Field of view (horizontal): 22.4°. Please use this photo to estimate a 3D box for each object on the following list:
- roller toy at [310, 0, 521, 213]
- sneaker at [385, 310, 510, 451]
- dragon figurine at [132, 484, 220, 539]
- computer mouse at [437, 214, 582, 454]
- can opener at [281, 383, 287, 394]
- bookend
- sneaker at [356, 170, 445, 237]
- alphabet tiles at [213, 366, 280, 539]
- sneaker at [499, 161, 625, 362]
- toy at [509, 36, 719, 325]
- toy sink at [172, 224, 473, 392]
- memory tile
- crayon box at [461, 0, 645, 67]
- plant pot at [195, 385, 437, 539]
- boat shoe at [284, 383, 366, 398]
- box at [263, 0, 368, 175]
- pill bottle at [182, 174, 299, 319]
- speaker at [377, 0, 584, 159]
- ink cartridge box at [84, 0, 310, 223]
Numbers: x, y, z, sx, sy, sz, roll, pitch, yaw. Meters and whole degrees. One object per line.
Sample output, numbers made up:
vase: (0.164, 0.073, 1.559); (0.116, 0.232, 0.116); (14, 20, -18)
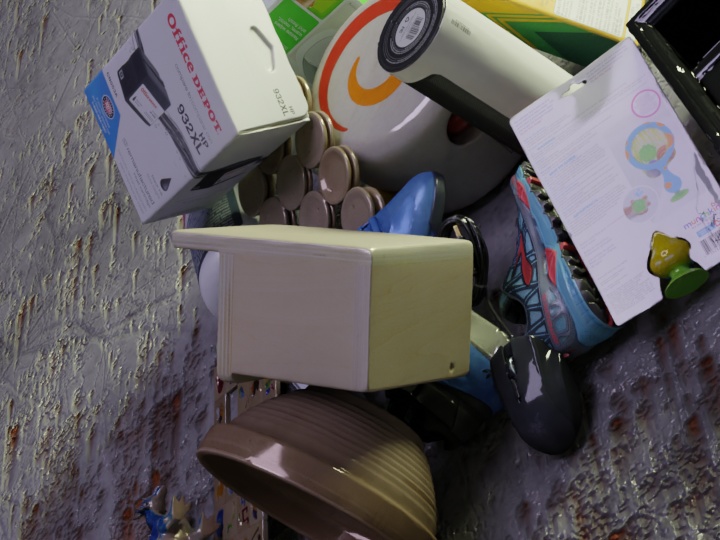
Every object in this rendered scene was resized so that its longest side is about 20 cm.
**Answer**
roller toy: (0.061, -0.148, 1.604); (0.182, 0.140, 0.200); (-32, 47, 27)
sneaker: (0.050, 0.074, 1.465); (0.111, 0.077, 0.200); (-47, 36, -4)
dragon figurine: (-0.181, 0.265, 1.604); (0.099, 0.059, 0.200); (-46, 20, 42)
computer mouse: (0.105, 0.047, 1.356); (0.059, 0.034, 0.200); (-43, 66, 36)
can opener: (-0.028, 0.054, 1.625); (0.200, 0.079, 0.063); (-46, 4, 5)
bookend: (0.319, -0.179, 1.310); (0.199, 0.092, 0.200); (-45, 33, 18)
sneaker: (0.000, 0.000, 1.465); (0.200, 0.078, 0.066); (-60, 16, 22)
alphabet tiles: (-0.099, 0.159, 1.575); (0.167, 0.008, 0.201); (142, 131, -61)
sneaker: (0.137, -0.005, 1.418); (0.096, 0.079, 0.200); (-44, 32, 23)
toy: (0.204, -0.063, 1.362); (0.115, 0.047, 0.200); (-34, 56, 16)
toy sink: (-0.033, 0.028, 1.373); (0.200, 0.130, 0.112); (6, 96, 37)
memory tile: (-0.045, -0.060, 1.580); (0.200, 0.017, 0.154); (59, 138, 38)
crayon box: (0.142, -0.255, 1.534); (0.052, 0.199, 0.126); (121, 166, -58)
plant pot: (-0.017, 0.148, 1.371); (0.201, 0.201, 0.093); (2, 59, 56)
boat shoe: (-0.028, 0.124, 1.525); (0.200, 0.070, 0.066); (50, 117, 40)
box: (-0.036, -0.206, 1.739); (0.176, 0.200, 0.097); (-39, 34, 24)
pill bottle: (-0.099, -0.011, 1.720); (0.120, 0.119, 0.200); (-46, 31, 17)
speaker: (0.113, -0.151, 1.473); (0.081, 0.200, 0.081); (-33, 42, 36)
ink cartridge box: (-0.149, -0.150, 1.620); (0.200, 0.084, 0.145); (-36, 75, 52)
